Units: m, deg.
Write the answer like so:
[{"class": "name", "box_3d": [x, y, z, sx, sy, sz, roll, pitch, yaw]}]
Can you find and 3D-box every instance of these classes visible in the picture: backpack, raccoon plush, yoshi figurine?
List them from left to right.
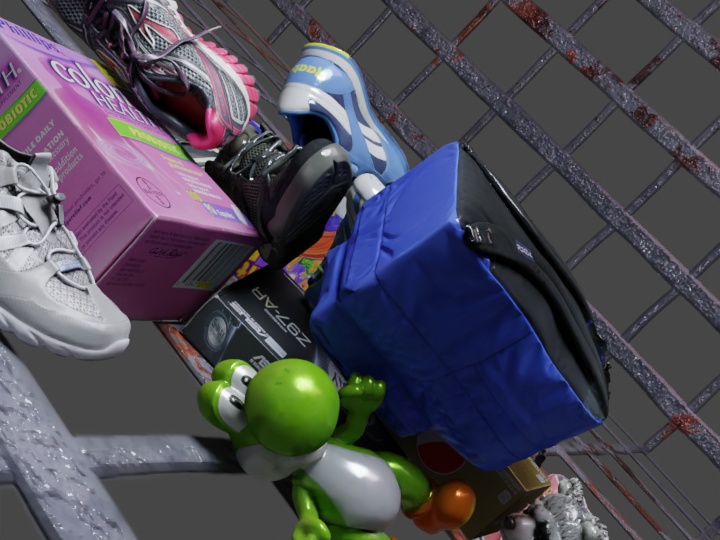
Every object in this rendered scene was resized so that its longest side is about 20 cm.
[{"class": "yoshi figurine", "box_3d": [-0.014, 0.126, 0.660, 0.200, 0.112, 0.112, 39, 18, -14]}, {"class": "backpack", "box_3d": [0.075, 0.038, 0.720, 0.200, 0.168, 0.163, 48, 28, -19]}, {"class": "raccoon plush", "box_3d": [0.164, 0.245, 0.796, 0.200, 0.134, 0.097, 35, 13, -44]}]

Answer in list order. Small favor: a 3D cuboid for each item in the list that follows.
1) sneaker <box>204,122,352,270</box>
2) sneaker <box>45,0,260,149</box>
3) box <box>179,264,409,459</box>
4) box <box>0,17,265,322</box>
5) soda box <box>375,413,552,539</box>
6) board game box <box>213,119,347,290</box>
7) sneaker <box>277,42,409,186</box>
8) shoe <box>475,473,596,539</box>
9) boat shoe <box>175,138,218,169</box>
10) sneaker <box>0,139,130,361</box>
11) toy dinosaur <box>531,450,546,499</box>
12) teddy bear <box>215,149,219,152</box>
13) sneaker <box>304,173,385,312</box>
[{"class": "sneaker", "box_3d": [-0.071, -0.074, 0.799, 0.114, 0.076, 0.199, 49, -16, 2]}, {"class": "sneaker", "box_3d": [-0.168, -0.176, 0.787, 0.200, 0.081, 0.075, 38, 34, -7]}, {"class": "box", "box_3d": [-0.039, 0.089, 0.838, 0.200, 0.044, 0.160, 46, 15, 3]}, {"class": "box", "box_3d": [-0.193, -0.066, 0.728, 0.200, 0.097, 0.176, 47, 10, 15]}, {"class": "soda box", "box_3d": [0.062, 0.116, 0.822, 0.200, 0.064, 0.068, 51, 17, 23]}, {"class": "board game box", "box_3d": [-0.073, -0.033, 0.959, 0.200, 0.135, 0.045, 35, 8, -42]}, {"class": "sneaker", "box_3d": [-0.018, -0.113, 0.945, 0.074, 0.082, 0.200, 5, -38, 39]}, {"class": "shoe", "box_3d": [0.160, 0.240, 0.928, 0.071, 0.091, 0.200, 47, 10, 12]}, {"class": "boat shoe", "box_3d": [-0.169, -0.091, 0.941, 0.199, 0.075, 0.066, -5, 44, -48]}, {"class": "sneaker", "box_3d": [-0.203, -0.031, 0.588, 0.200, 0.082, 0.075, 45, 10, 2]}, {"class": "toy dinosaur", "box_3d": [0.110, 0.111, 0.923, 0.182, 0.105, 0.200, -88, 156, -53]}, {"class": "teddy bear", "box_3d": [-0.138, -0.079, 1.088, 0.200, 0.067, 0.145, 38, 10, -37]}, {"class": "sneaker", "box_3d": [0.000, 0.000, 0.847, 0.076, 0.105, 0.200, 51, -6, 27]}]
